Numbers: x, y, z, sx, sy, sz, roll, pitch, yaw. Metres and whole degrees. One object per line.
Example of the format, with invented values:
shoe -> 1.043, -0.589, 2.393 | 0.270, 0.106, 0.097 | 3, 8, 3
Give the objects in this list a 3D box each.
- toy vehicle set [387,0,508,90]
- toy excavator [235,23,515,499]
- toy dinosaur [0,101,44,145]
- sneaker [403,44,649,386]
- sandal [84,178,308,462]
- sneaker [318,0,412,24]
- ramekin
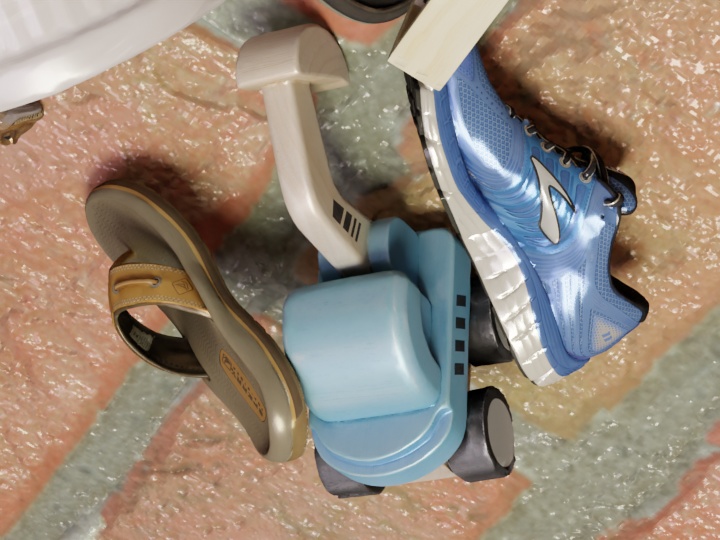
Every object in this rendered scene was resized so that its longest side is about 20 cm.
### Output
toy vehicle set -> 0.084, -0.179, 0.786 | 0.026, 0.125, 0.200 | 31, 130, -9
toy excavator -> 0.000, 0.000, 0.966 | 0.099, 0.196, 0.200 | -9, 153, 24
toy dinosaur -> -0.249, -0.129, 0.978 | 0.200, 0.061, 0.106 | 36, 131, -12
sneaker -> 0.083, -0.045, 0.940 | 0.089, 0.079, 0.201 | -25, 113, 5
sandal -> -0.096, 0.026, 0.993 | 0.200, 0.054, 0.081 | 51, 155, 30
sneaker -> -0.007, -0.183, 0.812 | 0.075, 0.106, 0.201 | -32, 122, -12
ramekin -> -0.152, -0.147, 0.847 | 0.201, 0.203, 0.095 | -11, 115, 25
